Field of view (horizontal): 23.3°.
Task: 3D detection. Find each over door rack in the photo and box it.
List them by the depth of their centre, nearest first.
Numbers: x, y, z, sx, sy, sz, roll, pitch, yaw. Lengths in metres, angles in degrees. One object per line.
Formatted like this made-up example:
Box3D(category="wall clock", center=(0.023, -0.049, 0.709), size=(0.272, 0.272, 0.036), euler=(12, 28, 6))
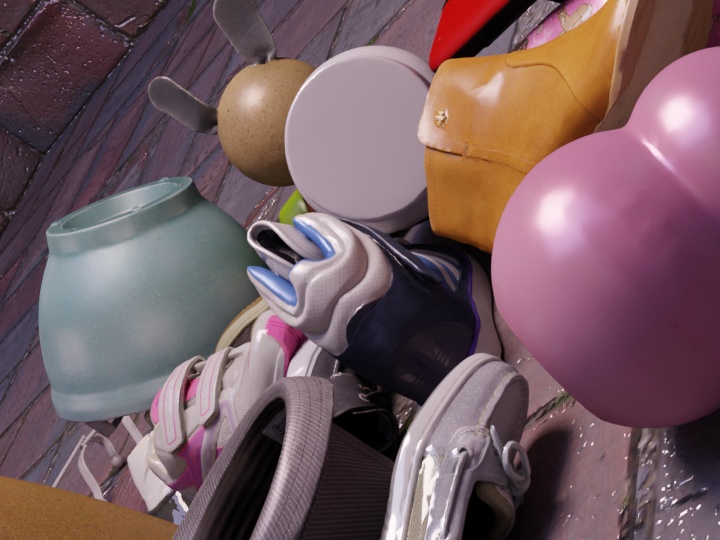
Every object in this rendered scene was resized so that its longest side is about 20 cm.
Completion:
Box3D(category="over door rack", center=(-0.207, 0.146, 1.448), size=(0.148, 0.067, 0.200), euler=(-48, -3, 23))

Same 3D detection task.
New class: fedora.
Box3D(category="fedora", center=(-0.039, 0.153, 0.865), size=(0.201, 0.090, 0.177), euler=(-61, 14, 9))

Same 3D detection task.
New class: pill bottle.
Box3D(category="pill bottle", center=(0.014, -0.081, 1.095), size=(0.115, 0.114, 0.200), euler=(-53, -4, 7))

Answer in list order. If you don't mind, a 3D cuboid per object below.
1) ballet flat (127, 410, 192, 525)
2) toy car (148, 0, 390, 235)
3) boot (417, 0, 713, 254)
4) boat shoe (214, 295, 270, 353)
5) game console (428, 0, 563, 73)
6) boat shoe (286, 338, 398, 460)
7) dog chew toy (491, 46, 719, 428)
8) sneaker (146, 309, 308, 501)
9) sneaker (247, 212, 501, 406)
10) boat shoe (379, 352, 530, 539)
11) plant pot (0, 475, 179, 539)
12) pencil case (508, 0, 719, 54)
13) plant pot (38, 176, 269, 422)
Box3D(category="ballet flat", center=(-0.135, 0.135, 1.283), size=(0.068, 0.068, 0.201), euler=(-49, 18, 23))
Box3D(category="toy car", center=(-0.051, -0.110, 1.282), size=(0.165, 0.199, 0.158), euler=(-50, 17, 18))
Box3D(category="boot", center=(0.096, -0.101, 0.896), size=(0.143, 0.070, 0.203), euler=(20, 104, 43))
Box3D(category="boat shoe", center=(-0.045, 0.052, 1.181), size=(0.201, 0.071, 0.066), euler=(-55, 42, 43))
Box3D(category="game console", center=(0.151, -0.189, 1.005), size=(0.200, 0.118, 0.173), euler=(-41, 23, 42))
Box3D(category="boat shoe", center=(-0.009, 0.099, 1.004), size=(0.066, 0.070, 0.201), euler=(-23, 26, 26))
Box3D(category="dog chew toy", center=(0.148, -0.031, 0.706), size=(0.200, 0.124, 0.125), euler=(-44, 18, 9))
Box3D(category="sneaker", center=(-0.090, 0.093, 1.119), size=(0.082, 0.088, 0.201), euler=(-72, 5, -45))
Box3D(category="sneaker", center=(0.000, 0.000, 1.011), size=(0.081, 0.146, 0.200), euler=(-52, 17, 11))
Box3D(category="boat shoe", center=(0.044, 0.128, 0.794), size=(0.064, 0.075, 0.203), euler=(8, 50, 23))
Box3D(category="plant pot", center=(-0.161, 0.204, 0.989), size=(0.187, 0.199, 0.187), euler=(-48, 18, 21))
Box3D(category="pencil case", center=(0.133, -0.115, 0.954), size=(0.200, 0.086, 0.083), euler=(-41, 41, 36))
Box3D(category="plant pot", center=(-0.161, 0.010, 1.323), size=(0.199, 0.135, 0.200), euler=(-18, 14, 5))
